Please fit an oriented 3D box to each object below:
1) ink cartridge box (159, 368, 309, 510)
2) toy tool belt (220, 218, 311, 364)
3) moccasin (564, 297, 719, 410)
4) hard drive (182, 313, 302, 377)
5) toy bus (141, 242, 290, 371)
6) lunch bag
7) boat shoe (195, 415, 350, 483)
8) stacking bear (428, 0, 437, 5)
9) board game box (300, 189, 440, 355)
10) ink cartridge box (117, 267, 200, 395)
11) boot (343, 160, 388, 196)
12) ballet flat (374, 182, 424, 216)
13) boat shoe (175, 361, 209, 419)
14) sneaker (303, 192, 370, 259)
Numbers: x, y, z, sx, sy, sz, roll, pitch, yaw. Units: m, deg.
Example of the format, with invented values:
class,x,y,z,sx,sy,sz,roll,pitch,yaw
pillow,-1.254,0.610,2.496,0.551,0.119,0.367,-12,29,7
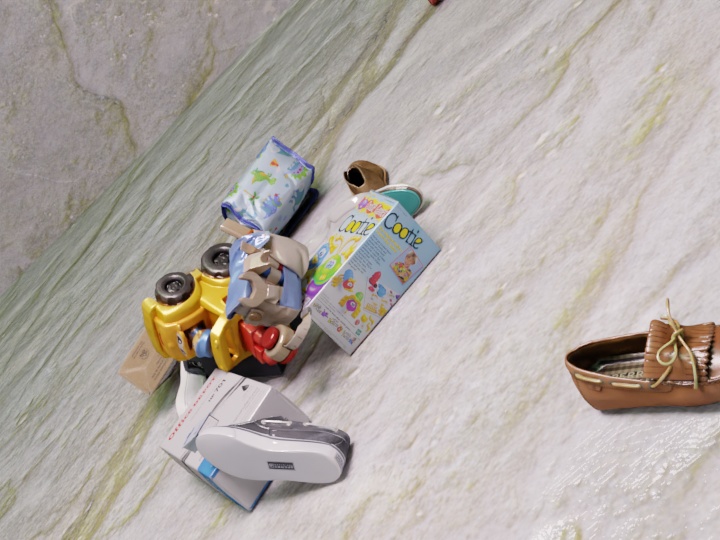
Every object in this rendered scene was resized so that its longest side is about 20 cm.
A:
class,x,y,z,sx,sy,sz,roll,pitch,yaw
ink cartridge box,-0.180,0.231,1.313,0.148,0.086,0.199,-55,28,-18
toy tool belt,-0.144,0.023,1.269,0.125,0.122,0.203,-40,37,32
moccasin,0.274,0.075,0.837,0.200,0.078,0.074,-12,41,50
hard drive,-0.189,0.106,1.493,0.197,0.043,0.136,-2,46,32
toy bus,-0.195,0.080,1.381,0.198,0.137,0.192,-31,51,-24
lunch bag,-0.171,-0.128,1.777,0.171,0.127,0.200,-52,-3,-13
boat shoe,-0.109,0.216,1.174,0.196,0.073,0.068,1,34,19
stacking bear,0.207,-0.676,2.001,0.198,0.122,0.114,-34,25,9
board game box,0.000,0.000,1.342,0.201,0.105,0.103,-48,26,-5
ink cartridge box,-0.327,0.103,1.640,0.202,0.074,0.165,-57,1,5
boot,0.002,-0.162,1.609,0.074,0.075,0.200,-44,24,7
ballet flat,0.024,-0.094,1.494,0.199,0.069,0.070,-33,28,34
boat shoe,-0.258,0.178,1.538,0.067,0.073,0.201,-19,23,6
sneaker,-0.022,-0.039,1.447,0.074,0.089,0.200,-13,-25,-42
